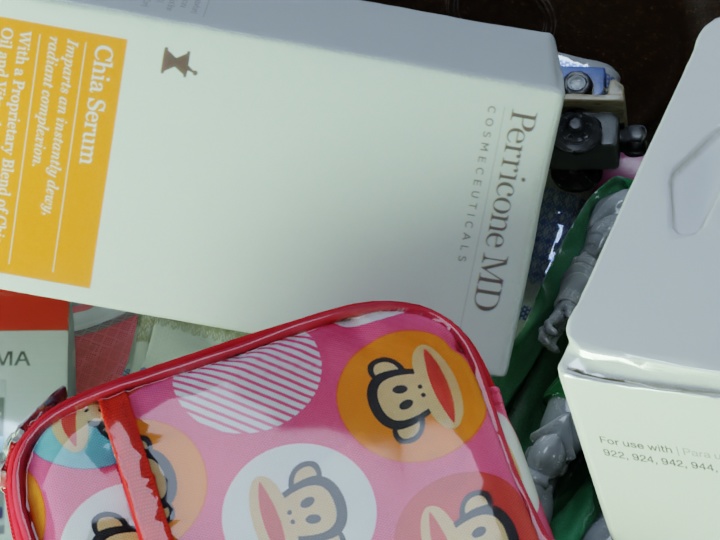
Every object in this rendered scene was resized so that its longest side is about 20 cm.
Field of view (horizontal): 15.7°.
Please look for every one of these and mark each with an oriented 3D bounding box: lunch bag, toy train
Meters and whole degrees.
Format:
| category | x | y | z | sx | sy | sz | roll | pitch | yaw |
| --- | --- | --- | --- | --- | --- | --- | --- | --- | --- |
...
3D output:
| category | x | y | z | sx | sy | sz | roll | pitch | yaw |
| --- | --- | --- | --- | --- | --- | --- | --- | --- | --- |
| lunch bag | -0.024 | 0.120 | 0.756 | 0.176 | 0.082 | 0.200 | -17 | 67 | -8 |
| toy train | 0.001 | -0.057 | 0.913 | 0.199 | 0.034 | 0.046 | 4 | 58 | 10 |

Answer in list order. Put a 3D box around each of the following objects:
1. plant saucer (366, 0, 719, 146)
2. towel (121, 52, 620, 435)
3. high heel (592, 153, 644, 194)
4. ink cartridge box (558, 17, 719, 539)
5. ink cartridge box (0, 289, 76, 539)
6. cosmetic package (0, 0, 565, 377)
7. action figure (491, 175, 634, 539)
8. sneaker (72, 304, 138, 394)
| category | x | y | z | sx | sy | sz | roll | pitch | yaw |
| --- | --- | --- | --- | --- | --- | --- | --- | --- | --- |
| plant saucer | 0.056 | -0.104 | 0.953 | 0.200 | 0.201 | 0.037 | 2 | 47 | 22 |
| towel | 0.000 | 0.000 | 0.918 | 0.147 | 0.024 | 0.200 | 12 | 70 | 13 |
| high heel | 0.095 | -0.036 | 0.963 | 0.200 | 0.067 | 0.096 | 23 | 68 | 30 |
| ink cartridge box | 0.138 | 0.045 | 0.780 | 0.084 | 0.200 | 0.146 | 7 | 51 | 26 |
| ink cartridge box | -0.177 | 0.041 | 0.889 | 0.160 | 0.201 | 0.047 | 0 | 7 | -4 |
| cosmetic package | -0.041 | -0.038 | 0.844 | 0.199 | 0.102 | 0.071 | 9 | 19 | -2 |
| action figure | 0.089 | 0.036 | 0.868 | 0.118 | 0.055 | 0.200 | 25 | 65 | -3 |
| sneaker | -0.102 | 0.055 | 0.949 | 0.200 | 0.074 | 0.087 | -27 | 45 | -7 |
